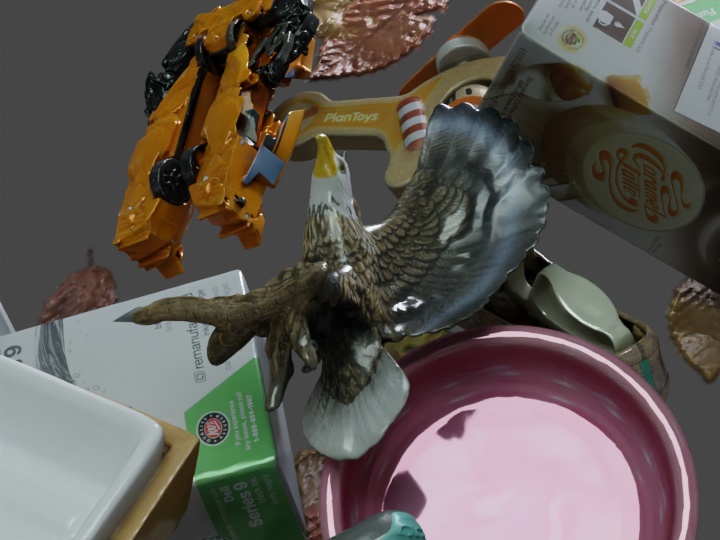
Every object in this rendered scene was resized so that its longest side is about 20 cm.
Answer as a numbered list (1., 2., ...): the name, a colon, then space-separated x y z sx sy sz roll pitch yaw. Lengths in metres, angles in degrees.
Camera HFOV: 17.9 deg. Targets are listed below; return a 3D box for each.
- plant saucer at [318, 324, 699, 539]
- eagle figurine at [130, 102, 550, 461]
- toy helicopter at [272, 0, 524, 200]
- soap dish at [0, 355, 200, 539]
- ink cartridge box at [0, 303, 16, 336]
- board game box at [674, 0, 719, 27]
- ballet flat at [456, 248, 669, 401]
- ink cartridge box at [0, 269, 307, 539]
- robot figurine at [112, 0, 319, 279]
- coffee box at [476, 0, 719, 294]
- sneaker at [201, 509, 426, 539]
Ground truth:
1. plant saucer: 0.079 0.129 1.219 0.200 0.051 0.201 -2 63 4
2. eagle figurine: 0.001 -0.007 1.239 0.151 0.151 0.200 31 28 20
3. toy helicopter: 0.032 -0.100 1.429 0.199 0.079 0.133 1 57 31
4. soap dish: -0.191 0.147 1.167 0.157 0.081 0.200 19 61 28
5. ink cartridge box: -0.310 0.001 1.347 0.146 0.200 0.146 -32 51 -13
6. board game box: 0.212 -0.125 1.431 0.095 0.030 0.201 -11 52 6
7. ballet flat: 0.100 0.014 1.314 0.068 0.067 0.200 -38 50 -25
8. ink cartridge box: -0.143 0.102 1.298 0.199 0.084 0.146 -16 49 2
9. robot figurine: -0.087 -0.095 1.445 0.145 0.058 0.200 -18 43 38
10. coffee box: 0.172 -0.078 1.292 0.200 0.114 0.080 30 56 2
11. sneaker: -0.054 0.168 1.173 0.200 0.078 0.091 -37 58 22
